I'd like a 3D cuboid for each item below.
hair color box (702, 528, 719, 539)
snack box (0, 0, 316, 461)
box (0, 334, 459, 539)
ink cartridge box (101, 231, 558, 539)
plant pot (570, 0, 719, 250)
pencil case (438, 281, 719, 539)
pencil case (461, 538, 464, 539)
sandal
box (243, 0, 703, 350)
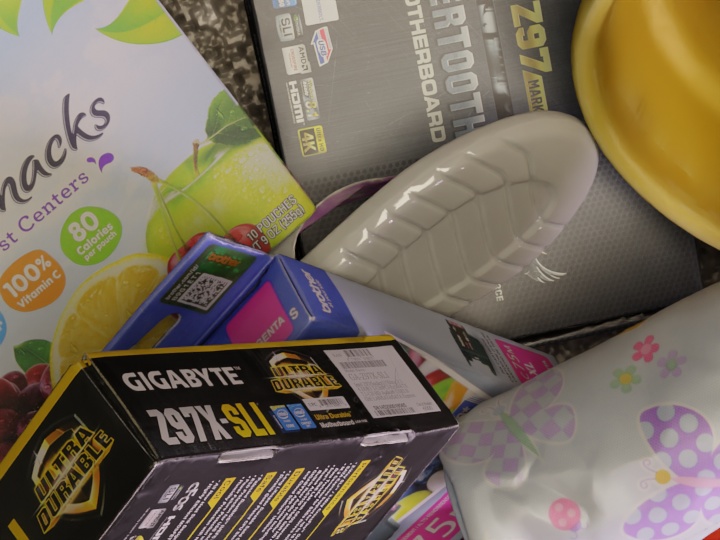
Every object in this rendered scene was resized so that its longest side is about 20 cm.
[{"bbox_3d":[0.208,0.048,0.918,0.200,0.102,0.061,-33,74,-2],"label":"hair color box"},{"bbox_3d":[-0.137,-0.014,0.819,0.200,0.053,0.142,-41,112,-7],"label":"snack box"},{"bbox_3d":[-0.079,0.109,0.769,0.049,0.160,0.200,49,118,23],"label":"box"},{"bbox_3d":[-0.017,0.061,0.857,0.200,0.042,0.119,23,118,-45],"label":"ink cartridge box"},{"bbox_3d":[0.199,-0.122,0.853,0.201,0.201,0.189,29,56,-8],"label":"plant pot"},{"bbox_3d":[0.126,0.055,0.822,0.200,0.083,0.091,-30,55,12],"label":"pencil case"},{"bbox_3d":[0.120,0.173,0.933,0.200,0.085,0.092,33,53,-7],"label":"pencil case"},{"bbox_3d":[-0.003,-0.004,0.869,0.203,0.082,0.050,-36,54,3],"label":"sandal"},{"bbox_3d":[0.042,-0.067,0.919,0.158,0.051,0.200,-11,98,-5],"label":"box"}]
